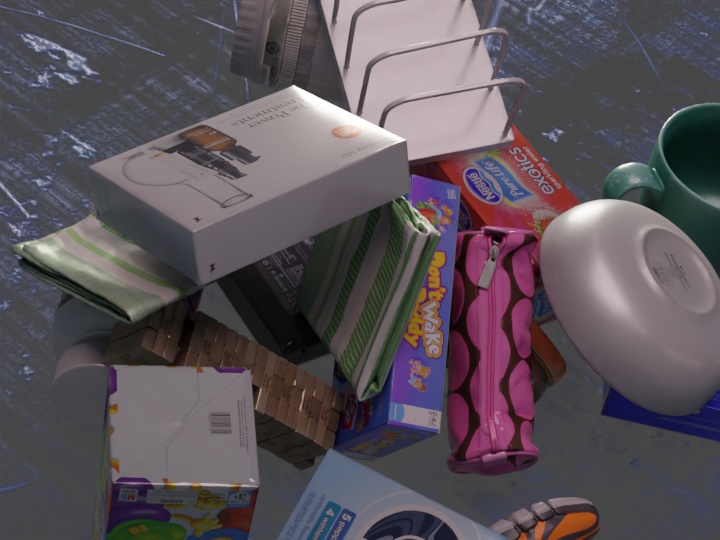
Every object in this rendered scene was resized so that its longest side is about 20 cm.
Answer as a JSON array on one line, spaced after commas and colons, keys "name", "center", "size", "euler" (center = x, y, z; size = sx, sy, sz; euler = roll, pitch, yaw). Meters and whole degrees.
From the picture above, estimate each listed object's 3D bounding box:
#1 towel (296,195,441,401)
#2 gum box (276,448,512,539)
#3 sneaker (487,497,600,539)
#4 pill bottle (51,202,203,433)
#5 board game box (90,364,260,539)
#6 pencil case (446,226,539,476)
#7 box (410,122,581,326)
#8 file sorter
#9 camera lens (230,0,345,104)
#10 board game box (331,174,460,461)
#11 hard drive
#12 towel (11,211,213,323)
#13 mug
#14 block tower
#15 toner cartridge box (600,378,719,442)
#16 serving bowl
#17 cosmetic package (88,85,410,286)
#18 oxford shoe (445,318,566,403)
[{"name": "towel", "center": [0.000, 0.000, 1.526], "size": [0.023, 0.154, 0.200], "euler": [13, 18, -23]}, {"name": "gum box", "center": [0.022, 0.249, 1.404], "size": [0.199, 0.045, 0.171], "euler": [24, 70, 21]}, {"name": "sneaker", "center": [0.116, 0.256, 1.468], "size": [0.199, 0.078, 0.112], "euler": [-24, 60, -18]}, {"name": "pill bottle", "center": [-0.189, 0.032, 1.572], "size": [0.111, 0.113, 0.201], "euler": [11, 45, -2]}, {"name": "board game box", "center": [-0.138, 0.172, 1.388], "size": [0.102, 0.201, 0.105], "euler": [2, 47, -11]}, {"name": "pencil case", "center": [0.105, 0.065, 1.561], "size": [0.090, 0.094, 0.202], "euler": [-1, 83, -10]}, {"name": "box", "center": [0.122, -0.049, 1.733], "size": [0.099, 0.096, 0.200], "euler": [-18, 54, -26]}, {"name": "file sorter", "center": [0.051, -0.210, 1.681], "size": [0.138, 0.125, 0.202], "euler": [-11, 70, -11]}, {"name": "camera lens", "center": [-0.014, -0.240, 1.838], "size": [0.198, 0.161, 0.161], "euler": [11, 45, -3]}, {"name": "board game box", "center": [0.025, 0.041, 1.543], "size": [0.044, 0.134, 0.202], "euler": [12, 72, -20]}, {"name": "hard drive", "center": [-0.018, 0.002, 1.696], "size": [0.199, 0.033, 0.140], "euler": [-19, 54, -27]}, {"name": "towel", "center": [-0.150, -0.029, 1.500], "size": [0.152, 0.024, 0.199], "euler": [23, 39, 39]}, {"name": "mug", "center": [0.319, -0.067, 1.785], "size": [0.184, 0.115, 0.153], "euler": [20, 46, 7]}, {"name": "block tower", "center": [-0.100, 0.087, 1.506], "size": [0.199, 0.058, 0.054], "euler": [32, 55, -31]}, {"name": "toner cartridge box", "center": [0.311, 0.100, 1.674], "size": [0.198, 0.043, 0.095], "euler": [13, 45, -1]}, {"name": "serving bowl", "center": [0.243, 0.018, 1.602], "size": [0.199, 0.066, 0.201], "euler": [26, 42, -26]}, {"name": "cosmetic package", "center": [-0.084, -0.069, 1.474], "size": [0.199, 0.052, 0.150], "euler": [-25, 37, -30]}, {"name": "oxford shoe", "center": [0.083, 0.037, 1.639], "size": [0.200, 0.071, 0.073], "euler": [45, 71, 8]}]
